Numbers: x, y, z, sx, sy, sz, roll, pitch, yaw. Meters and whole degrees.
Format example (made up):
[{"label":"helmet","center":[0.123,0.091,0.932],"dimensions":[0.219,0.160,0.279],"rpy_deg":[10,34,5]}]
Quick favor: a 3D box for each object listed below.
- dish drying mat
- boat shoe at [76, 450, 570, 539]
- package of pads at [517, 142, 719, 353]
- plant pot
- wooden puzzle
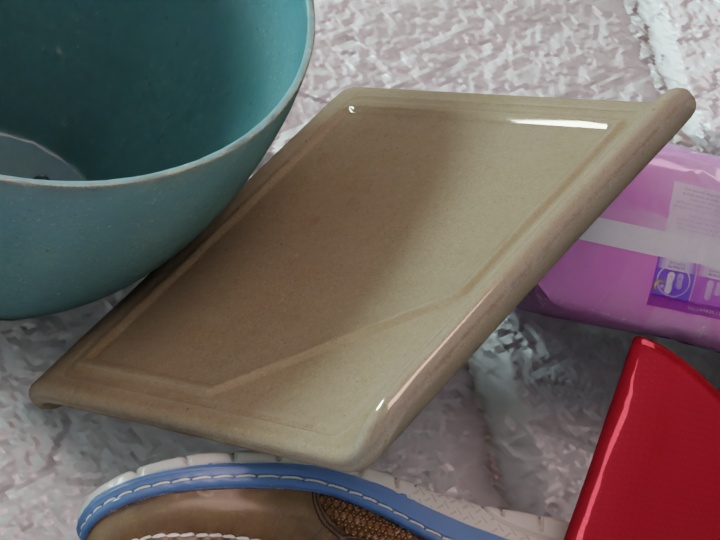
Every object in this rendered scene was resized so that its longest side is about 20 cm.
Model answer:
[{"label":"dish drying mat","center":[0.086,0.125,0.749],"dimensions":[0.077,0.018,0.200],"rpy_deg":[42,58,-32]},{"label":"boat shoe","center":[0.003,0.112,0.745],"dimensions":[0.199,0.072,0.073],"rpy_deg":[10,54,-17]},{"label":"package of pads","center":[0.151,-0.004,0.872],"dimensions":[0.199,0.076,0.121],"rpy_deg":[12,4,-10]},{"label":"plant pot","center":[-0.129,-0.060,0.814],"dimensions":[0.199,0.135,0.200],"rpy_deg":[10,48,-11]},{"label":"wooden puzzle","center":[0.000,0.000,0.780],"dimensions":[0.185,0.200,0.037],"rpy_deg":[-45,118,-30]}]
